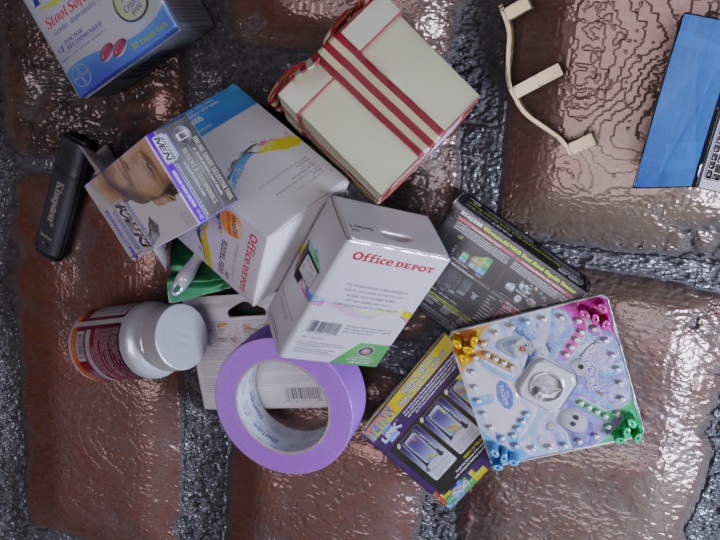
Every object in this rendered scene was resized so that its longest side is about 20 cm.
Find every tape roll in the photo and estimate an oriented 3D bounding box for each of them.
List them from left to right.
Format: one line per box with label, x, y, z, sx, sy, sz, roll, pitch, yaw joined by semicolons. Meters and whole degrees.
tape roll;-0.096;0.174;1.177;0.199;0.066;0.201;6;109;16

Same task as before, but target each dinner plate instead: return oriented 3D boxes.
dinner plate;-0.312;-0.088;1.159;0.024;0.200;0.201;-36;93;-13

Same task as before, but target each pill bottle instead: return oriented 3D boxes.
pill bottle;-0.317;0.100;1.221;0.199;0.109;0.110;-7;104;39

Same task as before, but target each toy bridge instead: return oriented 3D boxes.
toy bridge;0.211;-0.227;1.027;0.067;0.027;0.201;-25;96;24

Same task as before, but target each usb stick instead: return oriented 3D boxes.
usb stick;-0.439;-0.108;1.271;0.055;0.033;0.201;26;112;9

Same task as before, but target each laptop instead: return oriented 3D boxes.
laptop;0.420;-0.165;0.929;0.199;0.116;0.188;15;110;13

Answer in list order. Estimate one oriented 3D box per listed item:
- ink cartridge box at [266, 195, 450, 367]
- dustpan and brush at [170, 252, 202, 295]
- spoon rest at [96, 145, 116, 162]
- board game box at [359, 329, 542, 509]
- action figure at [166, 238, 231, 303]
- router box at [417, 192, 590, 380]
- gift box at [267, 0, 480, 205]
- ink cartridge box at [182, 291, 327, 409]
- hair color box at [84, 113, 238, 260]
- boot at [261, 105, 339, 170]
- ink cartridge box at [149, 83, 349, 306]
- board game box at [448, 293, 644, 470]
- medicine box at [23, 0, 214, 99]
ink cartridge box;-0.007;0.018;1.047;0.144;0.084;0.200;9;129;-30
dustpan and brush;-0.199;-0.054;1.159;0.139;0.200;0.057;28;152;8
spoon rest;-0.283;-0.155;1.185;0.199;0.099;0.061;-4;126;34
board game box;0.122;0.198;1.163;0.165;0.057;0.200;40;112;5
action figure;-0.162;-0.013;1.185;0.199;0.055;0.119;-5;67;6
router box;0.166;0.019;1.093;0.200;0.062;0.150;36;114;6
gift box;0.017;-0.204;0.989;0.187;0.200;0.185;45;84;1
ink cartridge box;-0.145;0.110;1.231;0.199;0.045;0.177;-4;105;19
hair color box;-0.232;-0.089;0.980;0.200;0.065;0.110;-19;105;51
boot;-0.105;-0.151;1.127;0.199;0.075;0.097;26;109;8
ink cartridge box;-0.143;-0.092;1.058;0.200;0.145;0.147;40;145;14
board game box;0.231;0.145;1.066;0.199;0.026;0.201;-15;107;15
medicine box;-0.328;-0.359;1.125;0.182;0.103;0.201;-27;96;23
